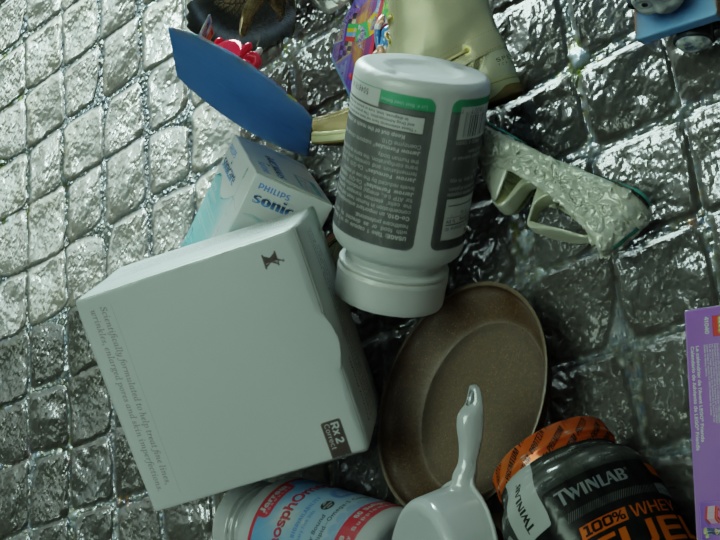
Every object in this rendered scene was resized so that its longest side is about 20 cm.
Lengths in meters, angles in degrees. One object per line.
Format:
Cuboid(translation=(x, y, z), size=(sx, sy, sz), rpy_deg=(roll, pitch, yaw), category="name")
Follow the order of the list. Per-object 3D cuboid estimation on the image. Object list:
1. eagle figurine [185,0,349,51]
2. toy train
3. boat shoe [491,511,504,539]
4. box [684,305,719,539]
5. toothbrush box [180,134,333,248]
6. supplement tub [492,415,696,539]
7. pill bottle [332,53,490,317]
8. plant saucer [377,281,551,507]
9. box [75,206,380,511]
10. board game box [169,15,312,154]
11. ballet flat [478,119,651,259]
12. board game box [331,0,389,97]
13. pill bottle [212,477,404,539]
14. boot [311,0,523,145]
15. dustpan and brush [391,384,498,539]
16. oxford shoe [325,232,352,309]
Cuboid(translation=(-0.108, -0.312, 1.329), size=(0.152, 0.151, 0.200), rpy_deg=(-32, 11, -12), category="eagle figurine")
Cuboid(translation=(0.235, -0.268, 0.968), size=(0.087, 0.114, 0.200), rpy_deg=(-12, 71, 42), category="toy train")
Cuboid(translation=(0.111, 0.285, 0.979), size=(0.074, 0.069, 0.200), rpy_deg=(-16, 68, 41), category="boat shoe")
Cuboid(translation=(0.264, 0.131, 0.822), size=(0.039, 0.137, 0.200), rpy_deg=(-12, 71, 42), category="box")
Cuboid(translation=(-0.118, -0.013, 1.234), size=(0.200, 0.085, 0.146), rpy_deg=(-64, 20, 12), category="toothbrush box")
Cuboid(translation=(0.179, 0.210, 0.895), size=(0.123, 0.122, 0.200), rpy_deg=(-47, 52, 25), category="supplement tub")
Cuboid(translation=(0.037, -0.070, 1.051), size=(0.113, 0.113, 0.200), rpy_deg=(30, 118, 44), category="pill bottle")
Cuboid(translation=(0.091, 0.109, 1.047), size=(0.200, 0.037, 0.201), rpy_deg=(-33, 46, 42), category="plant saucer")
Cuboid(translation=(-0.107, 0.073, 1.100), size=(0.200, 0.131, 0.199), rpy_deg=(-17, 99, 8), category="box")
Cuboid(translation=(-0.106, -0.185, 1.238), size=(0.158, 0.200, 0.039), rpy_deg=(32, 79, 2), category="board game box")
Cuboid(translation=(0.144, -0.067, 1.031), size=(0.200, 0.072, 0.072), rpy_deg=(33, 103, 45), category="ballet flat")
Cuboid(translation=(0.031, -0.214, 1.205), size=(0.158, 0.039, 0.200), rpy_deg=(-43, 54, 29), category="board game box")
Cuboid(translation=(-0.035, 0.241, 1.105), size=(0.200, 0.109, 0.109), rpy_deg=(6, 84, 44), category="pill bottle")
Cuboid(translation=(0.032, -0.199, 1.127), size=(0.200, 0.073, 0.156), rpy_deg=(-14, 92, 27), category="boot")
Cuboid(translation=(0.070, 0.187, 0.961), size=(0.140, 0.057, 0.200), rpy_deg=(9, 103, 64), category="dustpan and brush")
Cuboid(translation=(0.000, 0.000, 1.162), size=(0.074, 0.071, 0.200), rpy_deg=(50, 115, 34), category="oxford shoe")
